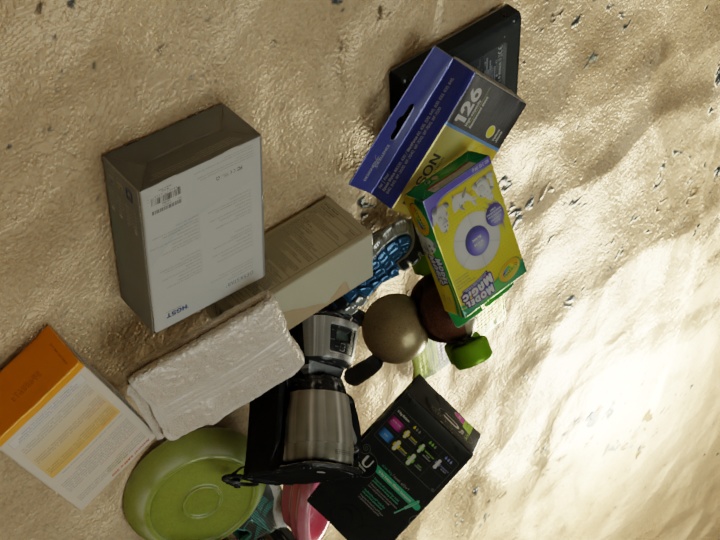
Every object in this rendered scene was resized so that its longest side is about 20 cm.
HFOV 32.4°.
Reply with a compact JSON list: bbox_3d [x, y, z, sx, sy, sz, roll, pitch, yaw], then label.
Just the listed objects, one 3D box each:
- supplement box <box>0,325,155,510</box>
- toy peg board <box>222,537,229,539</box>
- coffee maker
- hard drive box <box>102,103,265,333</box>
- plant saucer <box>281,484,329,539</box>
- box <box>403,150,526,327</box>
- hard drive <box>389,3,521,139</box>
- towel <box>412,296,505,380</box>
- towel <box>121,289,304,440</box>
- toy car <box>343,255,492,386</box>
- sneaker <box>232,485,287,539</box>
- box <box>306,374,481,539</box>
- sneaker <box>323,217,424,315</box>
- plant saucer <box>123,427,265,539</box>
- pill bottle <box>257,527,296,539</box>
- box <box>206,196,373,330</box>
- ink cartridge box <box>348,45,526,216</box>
[{"bbox_3d":[-0.330,0.168,1.381,0.126,0.073,0.201,-44,146,-11],"label":"supplement box"},{"bbox_3d":[-0.148,0.435,1.713,0.099,0.198,0.199,-62,-174,-24],"label":"toy peg board"},{"bbox_3d":[-0.092,0.160,1.549,0.135,0.189,0.203,47,40,-65],"label":"coffee maker"},{"bbox_3d":[-0.185,-0.055,1.336,0.155,0.077,0.202,-28,140,-30],"label":"hard drive box"},{"bbox_3d":[-0.067,0.289,1.761,0.200,0.050,0.204,10,90,-77],"label":"plant saucer"},{"bbox_3d":[0.138,-0.033,1.561,0.117,0.048,0.202,-35,121,-22],"label":"box"},{"bbox_3d":[0.120,-0.233,1.563,0.199,0.033,0.141,-33,143,-25],"label":"hard drive"},{"bbox_3d":[0.150,0.081,1.909,0.199,0.023,0.145,-37,145,-18],"label":"towel"},{"bbox_3d":[-0.165,0.113,1.412,0.198,0.035,0.133,-30,139,-8],"label":"towel"},{"bbox_3d":[0.056,0.074,1.680,0.198,0.166,0.158,-22,-179,-1],"label":"toy car"},{"bbox_3d":[-0.156,0.324,1.740,0.091,0.078,0.201,-32,140,-17],"label":"sneaker"},{"bbox_3d":[0.048,0.259,1.640,0.200,0.124,0.148,-48,176,8],"label":"box"},{"bbox_3d":[0.000,0.000,1.618,0.198,0.076,0.087,-31,-172,-1],"label":"sneaker"},{"bbox_3d":[-0.211,0.296,1.625,0.197,0.031,0.202,-14,127,-19],"label":"plant saucer"},{"bbox_3d":[-0.156,0.488,1.859,0.200,0.112,0.112,-48,146,-3],"label":"pill bottle"},{"bbox_3d":[-0.086,0.004,1.495,0.199,0.095,0.078,-31,142,-25],"label":"box"},{"bbox_3d":[0.102,-0.159,1.545,0.199,0.047,0.199,13,113,-56],"label":"ink cartridge box"}]
